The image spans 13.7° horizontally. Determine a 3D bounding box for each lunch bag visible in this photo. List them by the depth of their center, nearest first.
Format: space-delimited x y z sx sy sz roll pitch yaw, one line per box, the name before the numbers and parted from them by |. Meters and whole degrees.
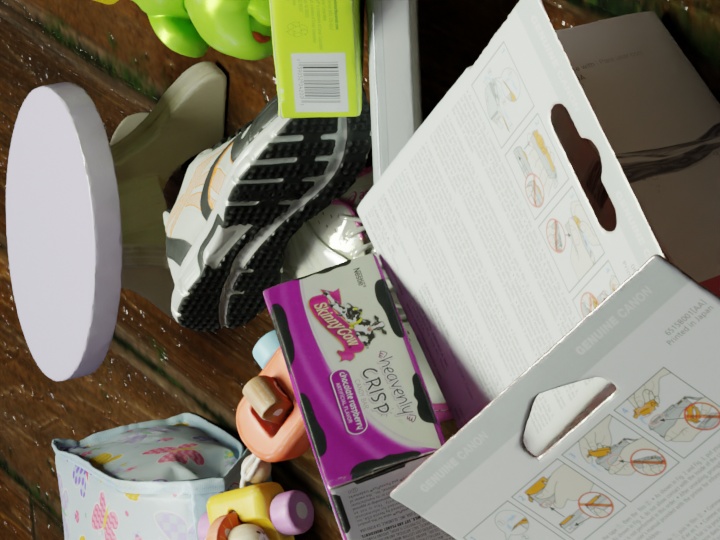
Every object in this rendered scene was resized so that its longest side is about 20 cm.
lunch bag | -0.111 0.193 1.905 0.200 0.127 0.170 -162 63 -70

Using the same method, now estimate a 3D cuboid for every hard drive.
hard drive | 0.016 -0.144 1.528 0.132 0.027 0.200 -87 -6 -70

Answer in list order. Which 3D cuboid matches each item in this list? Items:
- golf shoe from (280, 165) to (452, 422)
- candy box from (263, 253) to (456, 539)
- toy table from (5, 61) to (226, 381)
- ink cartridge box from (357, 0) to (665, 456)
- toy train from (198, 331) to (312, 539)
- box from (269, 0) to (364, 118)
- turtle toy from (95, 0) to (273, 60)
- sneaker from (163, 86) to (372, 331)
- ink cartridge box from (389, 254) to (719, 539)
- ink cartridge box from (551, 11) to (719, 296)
golf shoe | 0.000 0.000 1.652 0.200 0.075 0.092 52 142 36
candy box | 0.017 0.111 1.440 0.200 0.061 0.136 74 177 -45
toy table | -0.142 -0.034 1.857 0.184 0.117 0.200 55 146 35
ink cartridge box | 0.083 -0.010 1.339 0.200 0.057 0.163 -48 60 49
toy train | -0.027 0.138 1.596 0.150 0.056 0.200 -48 64 32
box | -0.022 -0.189 1.527 0.122 0.048 0.200 86 -177 -50
turtle toy | -0.087 -0.186 1.651 0.101 0.146 0.200 -48 45 32
sneaker | -0.060 -0.052 1.629 0.200 0.074 0.080 -52 46 42
ink cartridge box | 0.138 0.084 1.285 0.174 0.044 0.200 36 130 -11
ink cartridge box | 0.132 0.001 1.384 0.200 0.083 0.147 59 149 29
